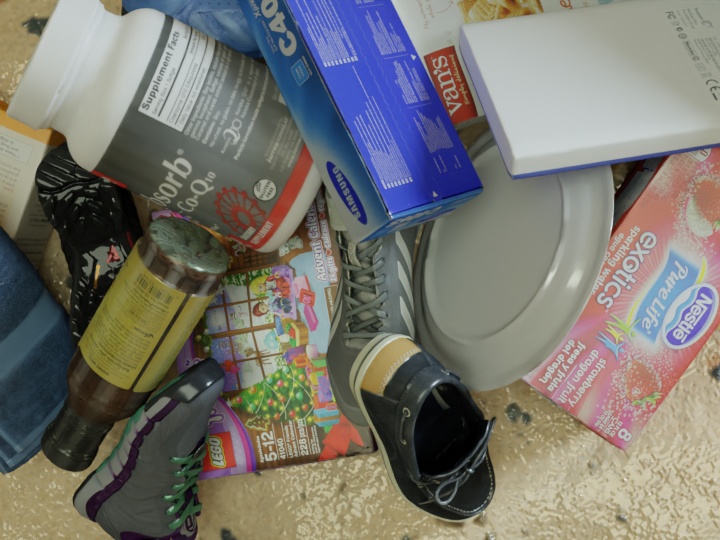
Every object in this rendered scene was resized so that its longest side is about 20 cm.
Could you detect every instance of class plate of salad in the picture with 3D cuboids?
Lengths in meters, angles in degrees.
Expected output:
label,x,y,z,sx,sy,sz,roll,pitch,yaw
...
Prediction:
label,x,y,z,sx,sy,sz,roll,pitch,yaw
plate of salad,0.105,-0.014,0.993,0.048,0.200,0.201,19,96,-32

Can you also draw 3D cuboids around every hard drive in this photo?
label,x,y,z,sx,sy,sz,roll,pitch,yaw
hard drive,0.176,-0.124,0.948,0.198,0.025,0.133,-9,48,-8

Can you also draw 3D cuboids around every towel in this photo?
label,x,y,z,sx,sy,sz,roll,pitch,yaw
towel,-0.263,0.044,1.034,0.112,0.201,0.048,-45,41,-19

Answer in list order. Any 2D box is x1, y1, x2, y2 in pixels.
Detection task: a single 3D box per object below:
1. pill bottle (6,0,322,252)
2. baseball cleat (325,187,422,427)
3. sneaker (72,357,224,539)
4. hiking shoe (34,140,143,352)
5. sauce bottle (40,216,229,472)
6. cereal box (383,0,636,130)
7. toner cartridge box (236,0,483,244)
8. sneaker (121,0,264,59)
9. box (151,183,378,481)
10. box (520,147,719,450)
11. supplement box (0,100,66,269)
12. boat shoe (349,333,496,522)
label,x,y,z,sx,sy,sz,roll,pitch,yaw
pill bottle,-0.123,-0.102,0.975,0.199,0.116,0.117,25,95,-16
baseball cleat,0.000,0.000,1.001,0.069,0.106,0.202,-4,67,24
sneaker,-0.129,0.140,1.041,0.088,0.074,0.200,47,135,6
hiking shoe,-0.178,-0.006,1.073,0.075,0.101,0.202,-8,111,2
sauce bottle,-0.161,0.055,1.006,0.065,0.065,0.201,39,115,7
cereal box,0.112,-0.189,1.013,0.199,0.040,0.145,-20,89,-8
toner cartridge box,-0.004,-0.123,0.956,0.043,0.095,0.201,-34,78,46
sneaker,-0.079,-0.161,1.058,0.198,0.077,0.112,15,101,1
box,-0.068,0.043,1.075,0.136,0.039,0.202,-11,89,10
box,0.193,0.009,0.994,0.095,0.100,0.201,35,96,-2
supplement box,-0.304,-0.032,1.097,0.125,0.074,0.201,23,95,8
boat shoe,0.054,0.117,0.986,0.062,0.200,0.075,28,69,38
